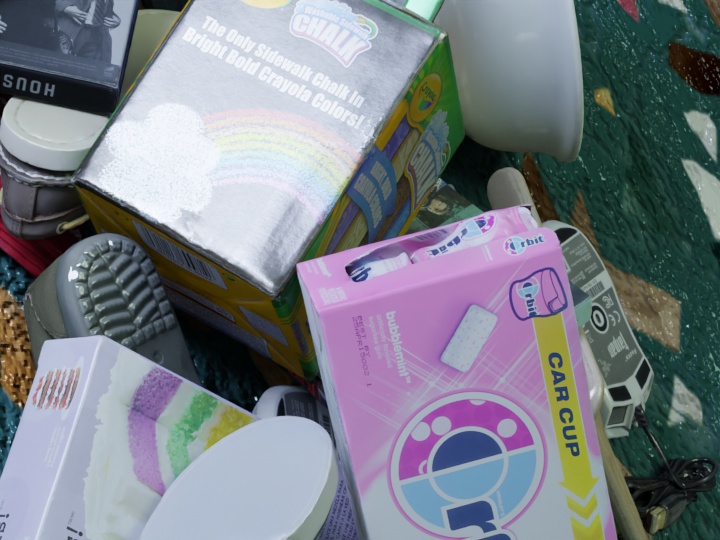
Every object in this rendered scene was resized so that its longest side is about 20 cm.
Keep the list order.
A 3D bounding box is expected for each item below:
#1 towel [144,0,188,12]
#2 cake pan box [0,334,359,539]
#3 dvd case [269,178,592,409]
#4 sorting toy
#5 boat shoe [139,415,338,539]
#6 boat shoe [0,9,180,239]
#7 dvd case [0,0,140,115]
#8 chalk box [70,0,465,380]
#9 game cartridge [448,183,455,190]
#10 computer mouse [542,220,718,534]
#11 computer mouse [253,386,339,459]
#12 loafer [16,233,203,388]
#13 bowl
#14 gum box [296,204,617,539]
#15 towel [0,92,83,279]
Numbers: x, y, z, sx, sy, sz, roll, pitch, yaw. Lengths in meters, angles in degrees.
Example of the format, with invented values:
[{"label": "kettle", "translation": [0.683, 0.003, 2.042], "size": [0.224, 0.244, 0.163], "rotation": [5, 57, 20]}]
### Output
[{"label": "towel", "translation": [-0.054, -0.166, 1.509], "size": [0.022, 0.200, 0.147], "rotation": [4, 61, -37]}, {"label": "cake pan box", "translation": [-0.093, 0.155, 1.288], "size": [0.184, 0.052, 0.201], "rotation": [31, 66, -33]}, {"label": "dvd case", "translation": [0.000, 0.000, 1.461], "size": [0.146, 0.022, 0.200], "rotation": [-33, 54, -28]}, {"label": "sorting toy", "translation": [0.113, 0.070, 1.551], "size": [0.200, 0.036, 0.186], "rotation": [69, 2, -47]}, {"label": "boat shoe", "translation": [-0.066, 0.156, 1.244], "size": [0.200, 0.071, 0.070], "rotation": [-61, 150, -32]}, {"label": "boat shoe", "translation": [-0.125, -0.077, 1.431], "size": [0.072, 0.060, 0.200], "rotation": [22, 30, 12]}, {"label": "dvd case", "translation": [-0.181, -0.166, 1.423], "size": [0.149, 0.025, 0.201], "rotation": [12, 44, -5]}, {"label": "chalk box", "translation": [-0.030, -0.074, 1.382], "size": [0.124, 0.124, 0.200], "rotation": [29, 74, 16]}, {"label": "game cartridge", "translation": [0.076, 0.056, 1.579], "size": [0.133, 0.040, 0.201], "rotation": [-82, 150, -73]}, {"label": "computer mouse", "translation": [0.146, 0.065, 1.728], "size": [0.110, 0.044, 0.201], "rotation": [-30, 95, -52]}, {"label": "computer mouse", "translation": [-0.004, 0.110, 1.488], "size": [0.200, 0.044, 0.110], "rotation": [25, 51, -49]}, {"label": "loafer", "translation": [-0.110, 0.080, 1.360], "size": [0.075, 0.069, 0.201], "rotation": [-21, 99, -40]}, {"label": "bowl", "translation": [0.071, -0.158, 1.722], "size": [0.201, 0.090, 0.202], "rotation": [171, -90, -86]}, {"label": "gum box", "translation": [0.047, 0.073, 1.296], "size": [0.066, 0.113, 0.201], "rotation": [-119, -164, -68]}, {"label": "towel", "translation": [-0.187, -0.104, 1.445], "size": [0.144, 0.022, 0.201], "rotation": [40, 38, -27]}]
